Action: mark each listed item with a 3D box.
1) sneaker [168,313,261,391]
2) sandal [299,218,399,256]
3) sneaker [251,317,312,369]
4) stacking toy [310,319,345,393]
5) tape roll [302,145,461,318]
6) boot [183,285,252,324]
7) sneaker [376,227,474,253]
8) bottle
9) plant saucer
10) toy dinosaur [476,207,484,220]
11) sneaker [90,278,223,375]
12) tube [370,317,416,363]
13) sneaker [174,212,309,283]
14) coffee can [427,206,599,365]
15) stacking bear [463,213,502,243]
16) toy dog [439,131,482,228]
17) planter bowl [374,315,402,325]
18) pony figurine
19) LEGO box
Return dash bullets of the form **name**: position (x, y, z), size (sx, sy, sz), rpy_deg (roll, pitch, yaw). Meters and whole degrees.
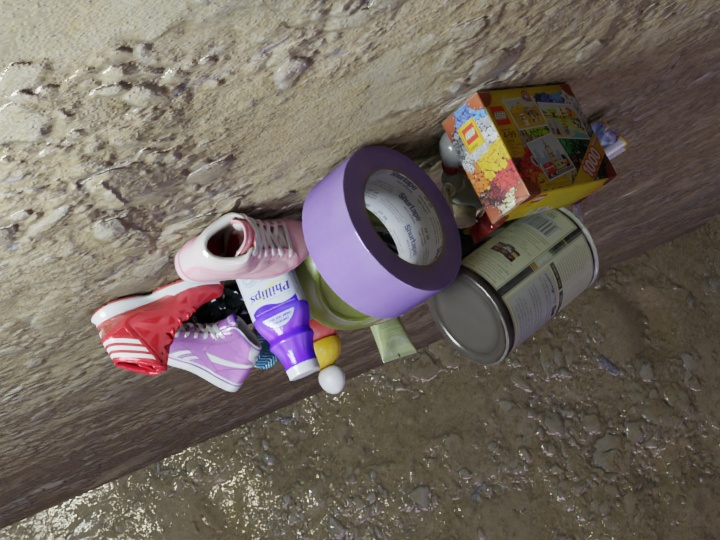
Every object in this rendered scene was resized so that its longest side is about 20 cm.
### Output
- **sneaker**: position (-0.246, 0.096, 1.463), size (0.199, 0.073, 0.115), rpy_deg (26, 113, -22)
- **sandal**: position (-0.010, -0.025, 1.306), size (0.048, 0.199, 0.076), rpy_deg (-12, 126, -64)
- **sneaker**: position (-0.134, 0.081, 1.653), size (0.200, 0.077, 0.081), rpy_deg (-49, -165, -17)
- **stacking toy**: position (-0.084, 0.132, 1.743), size (0.145, 0.202, 0.146), rpy_deg (-23, 168, -5)
- **tape roll**: position (0.029, -0.048, 1.196), size (0.199, 0.202, 0.085), rpy_deg (-11, 163, -48)
- **boot**: position (-0.203, 0.075, 1.578), size (0.161, 0.074, 0.198), rpy_deg (-27, 164, 9)
- **sneaker**: position (0.060, -0.025, 1.370), size (0.197, 0.075, 0.081), rpy_deg (-1, -176, -4)
- **bottle**: position (-0.115, 0.053, 1.342), size (0.083, 0.202, 0.065), rpy_deg (-24, 168, 5)
- **plant saucer**: position (0.000, 0.000, 1.410), size (0.198, 0.202, 0.031), rpy_deg (-21, -153, -16)
- **toy dinosaur**: position (0.213, -0.136, 1.594), size (0.101, 0.058, 0.200), rpy_deg (-44, 171, 15)
- **sneaker**: position (-0.272, 0.085, 1.361), size (0.198, 0.117, 0.078), rpy_deg (-19, 167, -26)
- **tube**: position (0.029, 0.062, 1.668), size (0.057, 0.202, 0.052), rpy_deg (-25, 166, 3)
- **sneaker**: position (-0.133, -0.034, 1.232), size (0.198, 0.076, 0.104), rpy_deg (-13, 169, -32)
- **coffee can**: position (0.209, 0.014, 1.302), size (0.199, 0.147, 0.146), rpy_deg (-34, 174, -30)
- **stacking bear**: position (0.249, -0.062, 1.836), size (0.113, 0.122, 0.201), rpy_deg (-28, 160, -19)
- **toy dog**: position (0.161, -0.131, 1.342), size (0.095, 0.134, 0.200), rpy_deg (-3, 180, 6)
- **planter bowl**: position (0.015, 0.012, 1.539), size (0.198, 0.136, 0.200), rpy_deg (-17, 165, -5)
- **pony figurine**: position (0.344, -0.155, 1.566), size (0.200, 0.167, 0.193), rpy_deg (-43, 172, 12)
- **LEGO box**: position (0.223, -0.157, 1.249), size (0.198, 0.150, 0.077), rpy_deg (-15, 164, -42)
